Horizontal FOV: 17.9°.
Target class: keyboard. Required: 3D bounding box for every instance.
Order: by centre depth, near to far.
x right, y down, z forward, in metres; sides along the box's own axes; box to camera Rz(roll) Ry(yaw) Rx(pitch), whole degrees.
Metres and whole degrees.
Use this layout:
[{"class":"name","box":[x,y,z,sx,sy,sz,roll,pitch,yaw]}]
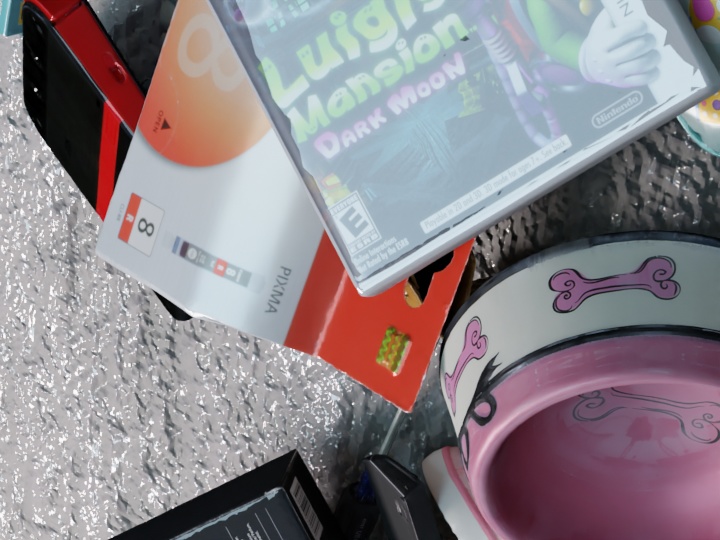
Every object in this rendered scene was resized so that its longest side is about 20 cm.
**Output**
[{"class":"keyboard","box":[0.053,0.200,1.262,0.127,0.021,0.200,41,152,63]}]

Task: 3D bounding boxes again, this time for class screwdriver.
[{"class":"screwdriver","box":[0.012,0.098,1.310,0.029,0.028,0.200,19,125,4]}]

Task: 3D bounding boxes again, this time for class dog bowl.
[{"class":"dog bowl","box":[0.136,0.074,1.080,0.200,0.074,0.200,2,138,2]}]

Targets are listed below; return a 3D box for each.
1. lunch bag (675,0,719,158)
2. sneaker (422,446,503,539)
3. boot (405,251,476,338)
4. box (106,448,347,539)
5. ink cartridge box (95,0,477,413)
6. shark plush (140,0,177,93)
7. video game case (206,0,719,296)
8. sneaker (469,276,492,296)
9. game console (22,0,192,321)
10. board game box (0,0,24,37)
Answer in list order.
[{"class":"lunch bag","box":[0.190,-0.158,1.028,0.160,0.077,0.200,-29,85,43]},{"class":"sneaker","box":[0.115,0.148,1.217,0.075,0.105,0.200,54,-179,-43]},{"class":"boot","box":[0.001,-0.001,1.219,0.144,0.071,0.201,42,149,34]},{"class":"box","box":[-0.054,0.227,1.321,0.141,0.079,0.200,-26,99,10]},{"class":"ink cartridge box","box":[-0.033,-0.041,1.124,0.200,0.050,0.162,30,106,39]},{"class":"shark plush","box":[-0.041,-0.123,1.258,0.200,0.091,0.083,2,76,47]},{"class":"video game case","box":[0.040,-0.113,1.061,0.200,0.023,0.182,-31,81,23]},{"class":"sneaker","box":[0.122,0.057,1.169,0.200,0.070,0.109,-2,99,49]},{"class":"game console","box":[-0.139,-0.069,1.328,0.177,0.031,0.200,53,164,9]},{"class":"board game box","box":[-0.259,-0.258,1.414,0.200,0.047,0.151,34,125,29]}]
